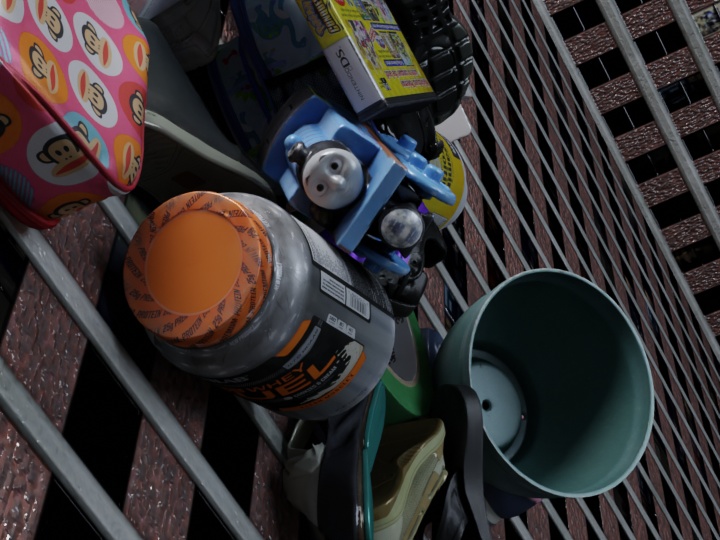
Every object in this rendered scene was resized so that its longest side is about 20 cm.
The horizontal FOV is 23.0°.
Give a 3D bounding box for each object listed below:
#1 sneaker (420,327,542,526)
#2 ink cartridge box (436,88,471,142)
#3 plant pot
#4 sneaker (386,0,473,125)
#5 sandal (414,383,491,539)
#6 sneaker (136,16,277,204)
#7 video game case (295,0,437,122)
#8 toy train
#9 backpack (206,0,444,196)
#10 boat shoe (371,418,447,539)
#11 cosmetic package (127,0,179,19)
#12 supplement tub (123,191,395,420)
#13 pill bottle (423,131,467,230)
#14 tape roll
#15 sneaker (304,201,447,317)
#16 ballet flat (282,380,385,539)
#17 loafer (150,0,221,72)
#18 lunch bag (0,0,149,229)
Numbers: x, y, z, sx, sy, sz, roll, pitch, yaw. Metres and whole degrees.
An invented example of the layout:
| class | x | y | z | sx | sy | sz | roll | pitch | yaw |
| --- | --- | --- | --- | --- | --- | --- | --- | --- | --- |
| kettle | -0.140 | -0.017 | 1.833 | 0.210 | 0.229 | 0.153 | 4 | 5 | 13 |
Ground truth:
| class | x | y | z | sx | sy | sz | roll | pitch | yaw |
| --- | --- | --- | --- | --- | --- | --- | --- | --- | --- |
| sneaker | 0.116 | 0.136 | 1.669 | 0.200 | 0.082 | 0.070 | 65 | 16 | -5 |
| ink cartridge box | 0.037 | -0.213 | 1.843 | 0.200 | 0.116 | 0.068 | 68 | 17 | 3 |
| plant pot | 0.140 | 0.111 | 1.566 | 0.200 | 0.134 | 0.200 | 10 | 71 | -30 |
| sneaker | 0.044 | -0.220 | 1.554 | 0.079 | 0.075 | 0.200 | 32 | -36 | 46 |
| sandal | 0.068 | 0.193 | 1.444 | 0.048 | 0.075 | 0.201 | 3 | 77 | -30 |
| sneaker | -0.123 | -0.102 | 1.237 | 0.200 | 0.075 | 0.106 | 40 | 34 | -56 |
| video game case | -0.012 | -0.197 | 1.304 | 0.181 | 0.025 | 0.200 | 61 | 14 | 0 |
| toy train | -0.008 | -0.064 | 1.235 | 0.114 | 0.087 | 0.200 | 31 | 9 | -15 |
| backpack | -0.041 | -0.161 | 1.458 | 0.183 | 0.147 | 0.200 | -26 | 95 | -77 |
| boat shoe | 0.027 | 0.170 | 1.363 | 0.201 | 0.073 | 0.063 | -57 | 134 | -71 |
| cosmetic package | -0.126 | -0.256 | 1.285 | 0.074 | 0.102 | 0.200 | 40 | 36 | 0 |
| supplement tub | -0.066 | 0.023 | 1.165 | 0.200 | 0.122 | 0.123 | 34 | 36 | -61 |
| pill bottle | 0.035 | -0.088 | 1.670 | 0.112 | 0.112 | 0.200 | 70 | 16 | 12 |
| tape roll | -0.004 | 0.037 | 1.481 | 0.200 | 0.048 | 0.200 | 57 | 19 | -31 |
| sneaker | 0.000 | 0.000 | 1.355 | 0.100 | 0.070 | 0.200 | 51 | 46 | 5 |
| ballet flat | -0.020 | 0.139 | 1.255 | 0.073 | 0.073 | 0.200 | 60 | 16 | -23 |
| loafer | -0.141 | -0.240 | 1.388 | 0.070 | 0.070 | 0.200 | 63 | 14 | -44 |
| lunch bag | -0.200 | -0.141 | 1.034 | 0.176 | 0.082 | 0.200 | 53 | 21 | -37 |
